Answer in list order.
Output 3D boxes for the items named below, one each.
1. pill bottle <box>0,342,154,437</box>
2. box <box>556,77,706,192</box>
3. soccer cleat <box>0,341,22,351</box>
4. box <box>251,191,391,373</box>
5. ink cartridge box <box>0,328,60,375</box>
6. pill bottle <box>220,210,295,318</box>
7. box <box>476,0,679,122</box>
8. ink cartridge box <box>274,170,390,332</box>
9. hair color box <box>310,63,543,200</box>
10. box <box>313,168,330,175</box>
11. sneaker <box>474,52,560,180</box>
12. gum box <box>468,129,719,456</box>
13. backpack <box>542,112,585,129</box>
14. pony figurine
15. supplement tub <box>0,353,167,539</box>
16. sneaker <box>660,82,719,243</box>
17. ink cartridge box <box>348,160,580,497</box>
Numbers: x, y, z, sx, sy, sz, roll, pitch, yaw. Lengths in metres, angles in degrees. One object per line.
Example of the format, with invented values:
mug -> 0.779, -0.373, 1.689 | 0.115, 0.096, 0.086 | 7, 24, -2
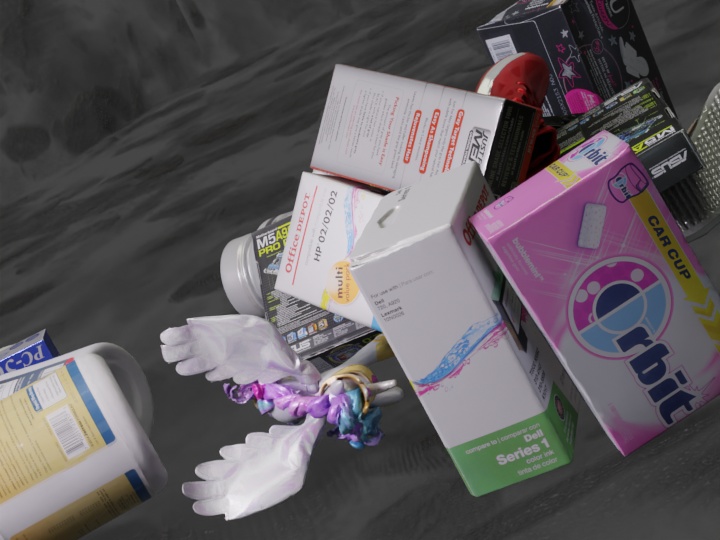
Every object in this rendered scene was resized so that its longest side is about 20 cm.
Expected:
pill bottle -> -0.321, 0.153, 1.522 | 0.200, 0.120, 0.120 | -18, 18, 28
box -> 0.195, -0.086, 1.346 | 0.200, 0.048, 0.193 | -31, 19, 11
soccer cleat -> -0.492, 0.144, 1.924 | 0.200, 0.069, 0.078 | -22, 10, -9
box -> 0.000, 0.000, 1.440 | 0.200, 0.044, 0.160 | -24, 57, 17
ink cartridge box -> -0.430, 0.156, 1.728 | 0.200, 0.094, 0.044 | -26, 16, 0
pill bottle -> -0.046, -0.015, 1.631 | 0.200, 0.113, 0.113 | -17, 18, 31
box -> 0.238, -0.206, 1.629 | 0.115, 0.200, 0.132 | -36, 19, -36
ink cartridge box -> -0.004, -0.019, 1.356 | 0.200, 0.115, 0.068 | 20, 9, 37
hair color box -> 0.054, -0.114, 1.315 | 0.200, 0.102, 0.061 | 20, 7, 42
box -> -0.017, -0.017, 1.509 | 0.041, 0.039, 0.200 | -20, 58, 26
sneaker -> 0.152, -0.129, 1.370 | 0.115, 0.078, 0.200 | -5, 45, 46
gum box -> 0.178, 0.020, 1.035 | 0.113, 0.200, 0.066 | -33, 17, 2
backpack -> 0.139, -0.096, 1.586 | 0.200, 0.154, 0.163 | 15, 40, 36
pony figurine -> -0.053, 0.104, 1.249 | 0.193, 0.167, 0.200 | -12, 2, 9
supplement tub -> -0.289, 0.179, 1.345 | 0.200, 0.145, 0.145 | -29, 16, -10
sneaker -> 0.310, -0.082, 1.369 | 0.200, 0.078, 0.079 | -51, -17, -28
ink cartridge box -> 0.083, 0.039, 1.104 | 0.084, 0.200, 0.145 | -23, 16, 20
